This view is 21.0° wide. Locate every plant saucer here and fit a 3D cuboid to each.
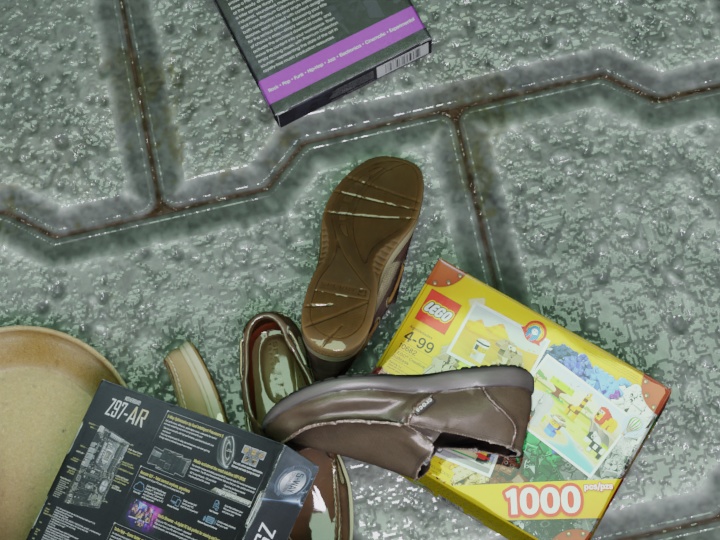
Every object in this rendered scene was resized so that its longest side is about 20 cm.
[{"bbox_3d":[-0.262,0.144,1.493,0.198,0.035,0.202,-1,74,3],"label":"plant saucer"}]

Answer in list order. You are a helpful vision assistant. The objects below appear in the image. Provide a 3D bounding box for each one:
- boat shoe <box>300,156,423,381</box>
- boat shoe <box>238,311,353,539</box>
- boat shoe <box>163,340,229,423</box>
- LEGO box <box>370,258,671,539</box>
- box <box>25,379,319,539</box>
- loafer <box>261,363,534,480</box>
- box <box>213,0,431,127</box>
[{"bbox_3d":[0.000,0.000,1.502,0.071,0.072,0.201,12,53,6],"label":"boat shoe"},{"bbox_3d":[-0.056,0.128,1.463,0.074,0.075,0.204,-17,73,-1],"label":"boat shoe"},{"bbox_3d":[-0.123,0.153,1.461,0.069,0.074,0.202,-17,72,-5],"label":"boat shoe"},{"bbox_3d":[0.109,0.110,1.456,0.199,0.077,0.150,29,78,11],"label":"LEGO box"},{"bbox_3d":[-0.143,0.178,1.381,0.199,0.043,0.161,14,74,41],"label":"box"},{"bbox_3d":[0.028,0.112,1.381,0.198,0.073,0.072,-7,73,2],"label":"loafer"},{"bbox_3d":[-0.048,-0.235,1.592,0.142,0.036,0.201,-26,75,-5],"label":"box"}]
